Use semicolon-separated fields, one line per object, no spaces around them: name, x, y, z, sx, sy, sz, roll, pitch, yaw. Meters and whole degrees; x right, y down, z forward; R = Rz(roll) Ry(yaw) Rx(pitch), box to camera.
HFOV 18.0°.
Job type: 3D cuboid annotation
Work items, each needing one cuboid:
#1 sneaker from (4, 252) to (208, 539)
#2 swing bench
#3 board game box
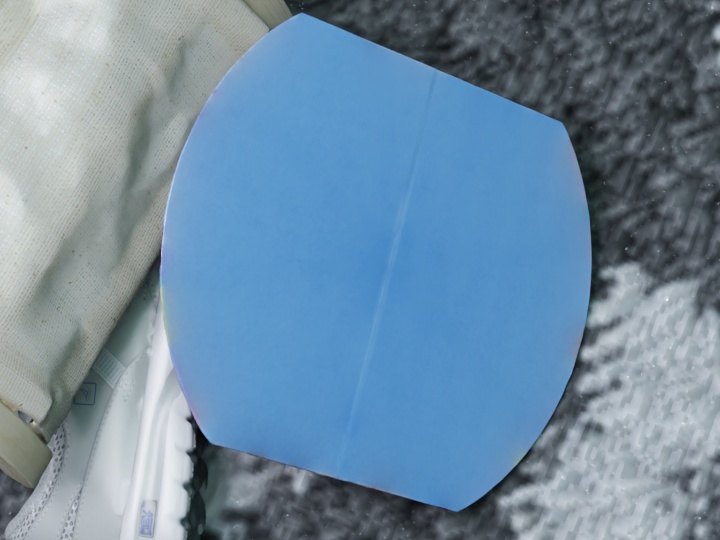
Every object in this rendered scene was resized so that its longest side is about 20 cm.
sneaker;-0.098;0.020;0.860;0.082;0.075;0.201;1;70;2
swing bench;-0.163;-0.058;0.818;0.200;0.130;0.199;16;68;34
board game box;0.000;0.000;0.856;0.200;0.039;0.159;19;81;-35
